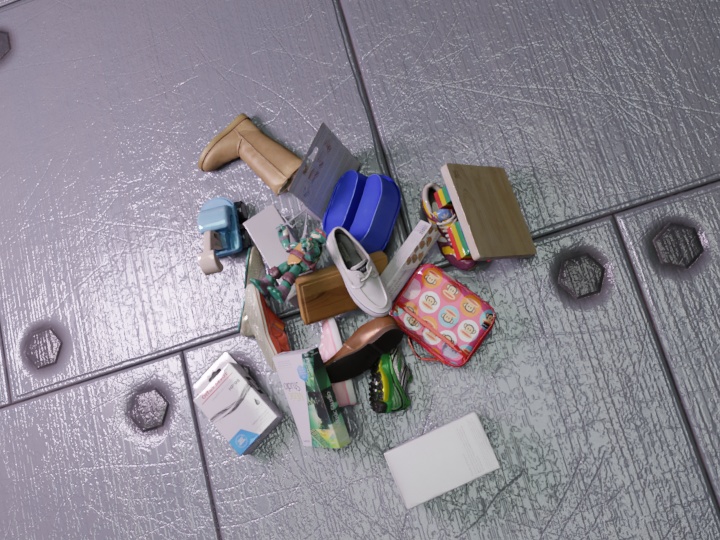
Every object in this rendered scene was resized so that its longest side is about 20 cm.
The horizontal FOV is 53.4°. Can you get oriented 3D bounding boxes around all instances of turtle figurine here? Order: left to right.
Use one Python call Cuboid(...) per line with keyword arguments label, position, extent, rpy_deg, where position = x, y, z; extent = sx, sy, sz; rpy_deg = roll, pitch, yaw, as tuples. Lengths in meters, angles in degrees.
Cuboid(label="turtle figurine", position=(-0.126, -0.034, 1.426), extent=(0.101, 0.149, 0.201), rpy_deg=(44, 72, -24))

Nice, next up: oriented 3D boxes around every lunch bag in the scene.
Cuboid(label="lunch bag", position=(0.163, 0.103, 1.486), extent=(0.199, 0.082, 0.177), rpy_deg=(36, 91, 11))

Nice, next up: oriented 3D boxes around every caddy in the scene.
Cuboid(label="caddy", position=(0.007, -0.119, 1.543), extent=(0.140, 0.105, 0.203), rpy_deg=(16, 83, 36))

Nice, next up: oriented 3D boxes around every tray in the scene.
Cuboid(label="tray", position=(-0.034, 0.036, 1.490), extent=(0.197, 0.037, 0.100), rpy_deg=(-17, 118, -15))

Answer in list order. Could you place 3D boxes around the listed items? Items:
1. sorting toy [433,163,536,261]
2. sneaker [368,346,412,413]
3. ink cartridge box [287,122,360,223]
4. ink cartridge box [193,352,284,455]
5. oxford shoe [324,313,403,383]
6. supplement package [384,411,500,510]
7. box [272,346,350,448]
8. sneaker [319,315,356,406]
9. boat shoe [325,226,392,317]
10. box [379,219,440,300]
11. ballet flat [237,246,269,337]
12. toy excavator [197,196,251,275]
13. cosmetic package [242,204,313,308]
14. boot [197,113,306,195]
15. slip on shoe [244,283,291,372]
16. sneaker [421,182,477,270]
Cuboid(label="sorting toy", position=(0.247, -0.109, 1.466), extent=(0.069, 0.197, 0.203), rpy_deg=(-33, 69, 43))
Cuboid(label="sneaker", position=(0.061, 0.198, 1.496), extent=(0.084, 0.078, 0.204), rpy_deg=(8, 70, -26))
Cuboid(label="ink cartridge box", position=(-0.087, -0.205, 1.523), extent=(0.050, 0.200, 0.163), rpy_deg=(22, 83, 31))
Cuboid(label="ink cartridge box", position=(-0.272, 0.281, 1.529), extent=(0.116, 0.067, 0.200), rpy_deg=(-46, 76, -1))
Cuboid(label="oxford shoe", position=(-0.007, 0.159, 1.451), extent=(0.199, 0.071, 0.072), rpy_deg=(-34, 43, 6))
Cuboid(label="supplement package", position=(0.162, 0.372, 1.412), extent=(0.198, 0.117, 0.119), rpy_deg=(-25, 76, 3))
Cuboid(label="box", position=(-0.101, 0.259, 1.447), extent=(0.036, 0.144, 0.203), rpy_deg=(-23, 94, -36))
Cuboid(label="sneaker", position=(-0.078, 0.193, 1.508), extent=(0.103, 0.075, 0.204), rpy_deg=(-14, 81, 1))
Cuboid(label="boat shoe", position=(0.000, 0.000, 1.425), extent=(0.071, 0.066, 0.202), rpy_deg=(-27, 79, -15))
Cuboid(label="box", position=(0.089, -0.012, 1.487), extent=(0.201, 0.039, 0.041), rpy_deg=(-54, 38, -5))
Cuboid(label="ballet flat", position=(-0.224, 0.048, 1.556), extent=(0.061, 0.068, 0.204), rpy_deg=(9, 104, 1))
Cuboid(label="toy excavator", position=(-0.310, -0.074, 1.535), extent=(0.098, 0.200, 0.198), rpy_deg=(-13, 77, 7))
Cuboid(label="cosmetic package", position=(-0.164, -0.031, 1.550), extent=(0.090, 0.107, 0.201), rpy_deg=(-35, 74, -2))
Cuboid(label="boot", position=(-0.249, -0.241, 1.628), extent=(0.200, 0.066, 0.176), rpy_deg=(42, 89, 13))
Cuboid(label="slip on shoe", position=(-0.193, 0.117, 1.518), extent=(0.061, 0.074, 0.203), rpy_deg=(-29, 109, -26))
Cuboid(label="sneaker", position=(0.184, -0.092, 1.511), extent=(0.074, 0.090, 0.202), rpy_deg=(-31, 75, 2))
